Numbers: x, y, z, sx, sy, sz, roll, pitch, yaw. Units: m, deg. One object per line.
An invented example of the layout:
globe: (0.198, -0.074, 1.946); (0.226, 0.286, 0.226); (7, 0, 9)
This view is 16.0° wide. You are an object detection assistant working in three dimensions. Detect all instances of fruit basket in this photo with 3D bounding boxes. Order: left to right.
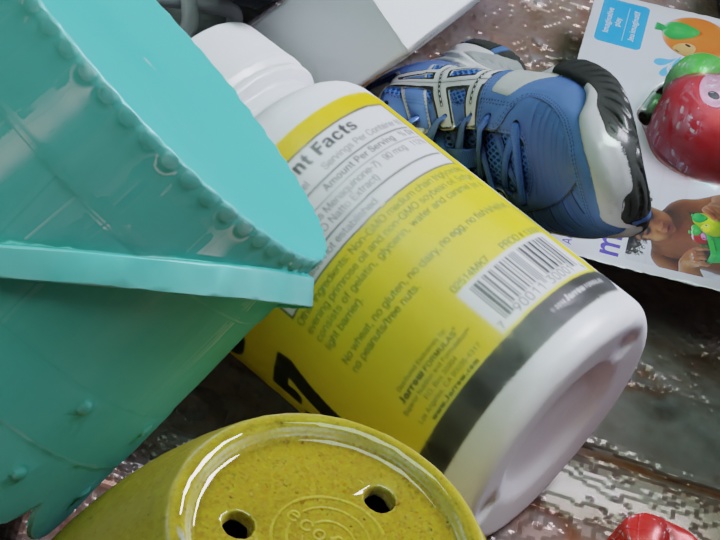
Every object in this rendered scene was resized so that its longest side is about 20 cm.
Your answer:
fruit basket: (0.186, -0.053, 1.117); (0.200, 0.094, 0.185); (18, 44, 2)

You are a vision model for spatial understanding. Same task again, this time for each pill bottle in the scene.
pill bottle: (0.000, 0.000, 0.977); (0.200, 0.114, 0.114); (39, 47, 18)

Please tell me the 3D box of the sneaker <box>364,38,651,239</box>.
sneaker: (0.052, -0.046, 1.034); (0.077, 0.076, 0.200); (-17, 13, -19)

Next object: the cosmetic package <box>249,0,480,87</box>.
cosmetic package: (0.024, -0.126, 1.103); (0.051, 0.083, 0.200); (52, 37, -3)

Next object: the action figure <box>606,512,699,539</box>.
action figure: (0.155, 0.138, 0.921); (0.200, 0.065, 0.099); (4, 58, 19)

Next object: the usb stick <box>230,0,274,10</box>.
usb stick: (-0.041, -0.139, 1.071); (0.033, 0.056, 0.200); (-11, 7, 3)

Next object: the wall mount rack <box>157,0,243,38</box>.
wall mount rack: (-0.144, -0.142, 1.096); (0.174, 0.075, 0.200); (6, 46, -21)

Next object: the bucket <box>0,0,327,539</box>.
bucket: (-0.116, -0.026, 0.862); (0.207, 0.135, 0.207); (47, 11, -12)

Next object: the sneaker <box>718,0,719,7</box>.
sneaker: (0.270, -0.159, 1.262); (0.200, 0.078, 0.066); (-10, 50, -30)

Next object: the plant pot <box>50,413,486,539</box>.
plant pot: (-0.027, 0.129, 0.821); (0.200, 0.142, 0.200); (11, 45, -11)
